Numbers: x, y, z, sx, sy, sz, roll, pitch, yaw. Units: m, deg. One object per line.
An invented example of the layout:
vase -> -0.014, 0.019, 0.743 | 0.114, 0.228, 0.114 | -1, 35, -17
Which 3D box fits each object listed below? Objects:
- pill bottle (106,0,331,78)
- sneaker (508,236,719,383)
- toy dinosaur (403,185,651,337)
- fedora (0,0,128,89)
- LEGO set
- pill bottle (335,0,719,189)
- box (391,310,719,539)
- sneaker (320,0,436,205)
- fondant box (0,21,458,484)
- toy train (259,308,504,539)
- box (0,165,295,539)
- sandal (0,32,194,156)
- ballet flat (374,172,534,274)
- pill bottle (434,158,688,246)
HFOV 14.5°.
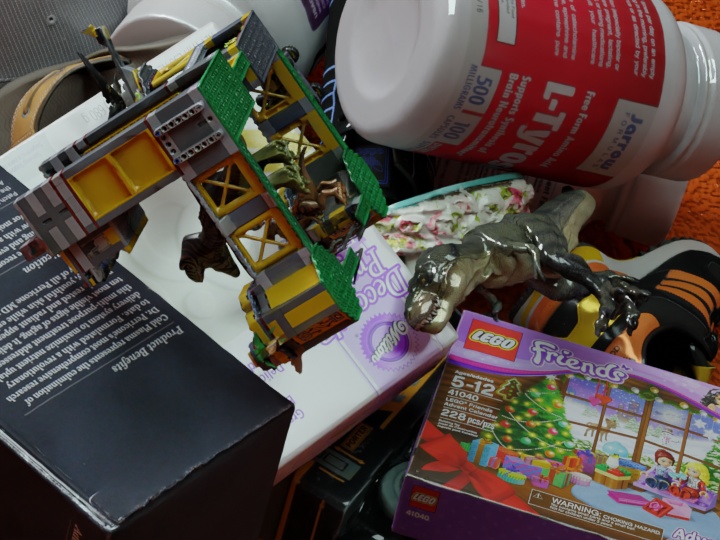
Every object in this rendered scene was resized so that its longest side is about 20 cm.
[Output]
pill bottle -> -0.063, -0.156, 1.592 | 0.112, 0.112, 0.200 | 25, 42, 9
sneaker -> 0.161, 0.036, 1.522 | 0.090, 0.070, 0.200 | 47, 24, 25
toy dinosaur -> 0.097, -0.002, 1.399 | 0.088, 0.048, 0.200 | 34, 28, 17
fedora -> -0.197, -0.157, 1.608 | 0.200, 0.090, 0.177 | -3, 36, -15
LEGO set -> -0.074, -0.025, 1.264 | 0.154, 0.116, 0.200 | 53, 17, -21
pill bottle -> 0.097, -0.105, 1.489 | 0.200, 0.112, 0.112 | 10, 41, -30
box -> 0.126, 0.099, 1.361 | 0.200, 0.039, 0.137 | 17, 36, 4
sneaker -> 0.012, -0.082, 1.533 | 0.070, 0.200, 0.078 | 0, 8, 7
fondant box -> -0.071, 0.000, 1.369 | 0.144, 0.058, 0.200 | -35, 83, -22
toy train -> 0.022, 0.086, 1.445 | 0.114, 0.085, 0.200 | 30, 44, 13
box -> -0.155, 0.096, 1.299 | 0.197, 0.200, 0.124 | 39, 48, 22
sandal -> -0.142, -0.074, 1.497 | 0.055, 0.200, 0.082 | -11, 87, -61
ballet flat -> 0.000, 0.000, 1.457 | 0.200, 0.076, 0.064 | -12, 79, -14
pill bottle -> 0.091, -0.088, 1.625 | 0.200, 0.113, 0.113 | 18, 43, 1
